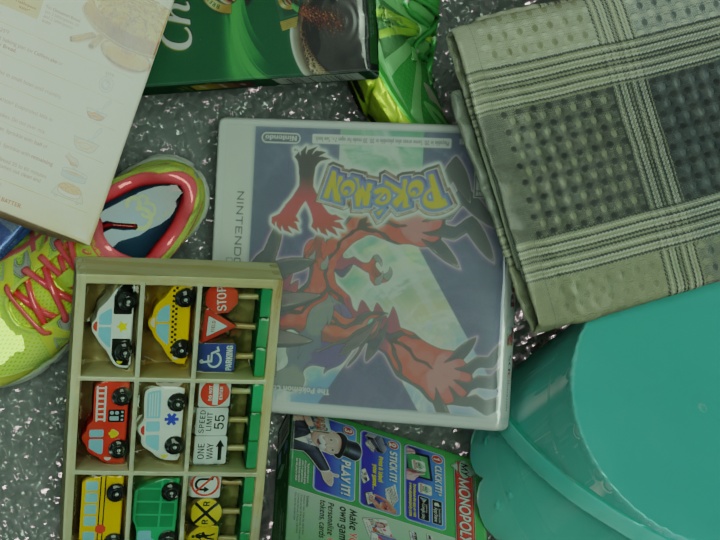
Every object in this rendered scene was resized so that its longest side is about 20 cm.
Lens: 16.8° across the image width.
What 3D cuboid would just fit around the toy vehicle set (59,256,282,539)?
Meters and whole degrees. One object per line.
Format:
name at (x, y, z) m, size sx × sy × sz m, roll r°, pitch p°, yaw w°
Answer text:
toy vehicle set at (-0.117, 0.089, 1.485) m, size 0.123 × 0.027 × 0.202 m, roll 1°, pitch 114°, yaw -11°

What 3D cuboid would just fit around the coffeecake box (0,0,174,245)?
coffeecake box at (-0.201, -0.136, 1.412) m, size 0.153 × 0.073 × 0.202 m, roll 22°, pitch 85°, yaw -31°

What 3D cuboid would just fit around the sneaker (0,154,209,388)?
sneaker at (-0.174, -0.004, 1.489) m, size 0.200 × 0.090 × 0.078 m, roll -43°, pitch 97°, yaw -9°

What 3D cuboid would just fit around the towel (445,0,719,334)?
towel at (0.155, -0.075, 1.467) m, size 0.199 × 0.035 × 0.194 m, roll -14°, pitch 85°, yaw -23°

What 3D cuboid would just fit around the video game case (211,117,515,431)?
video game case at (0.000, 0.000, 1.503) m, size 0.198 × 0.023 × 0.184 m, roll 3°, pitch 90°, yaw 21°

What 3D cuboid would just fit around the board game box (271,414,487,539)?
board game box at (0.012, 0.171, 1.478) m, size 0.134 × 0.201 × 0.029 m, roll 20°, pitch 124°, yaw -12°

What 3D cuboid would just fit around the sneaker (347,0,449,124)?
sneaker at (0.023, -0.154, 1.543) m, size 0.083 × 0.074 × 0.201 m, roll -23°, pitch 92°, yaw -7°

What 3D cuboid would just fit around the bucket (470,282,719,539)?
bucket at (0.182, 0.111, 1.499) m, size 0.205 × 0.135 × 0.209 m, roll 9°, pitch 62°, yaw -16°

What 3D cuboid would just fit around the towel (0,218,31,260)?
towel at (-0.268, -0.096, 1.487) m, size 0.200 × 0.024 × 0.147 m, roll 43°, pitch 81°, yaw 5°

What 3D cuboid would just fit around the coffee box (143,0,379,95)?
coffee box at (-0.090, -0.172, 1.501) m, size 0.198 × 0.044 × 0.124 m, roll -2°, pitch 90°, yaw 11°
